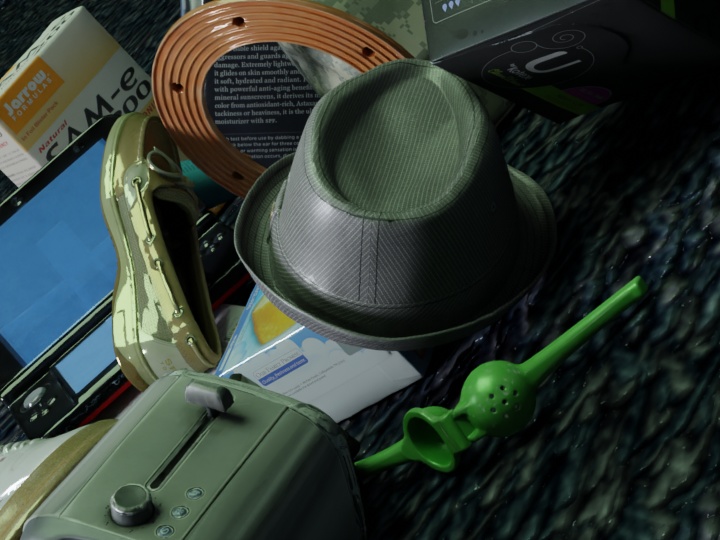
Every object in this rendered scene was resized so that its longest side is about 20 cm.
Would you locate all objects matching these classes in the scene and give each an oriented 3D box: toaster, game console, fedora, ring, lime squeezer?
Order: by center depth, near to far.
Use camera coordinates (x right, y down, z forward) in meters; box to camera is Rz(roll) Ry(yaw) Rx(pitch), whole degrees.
[{"bbox_3d":[-0.065,0.141,0.868,0.113,0.201,0.129,14,46,25],"label":"toaster"},{"bbox_3d":[0.052,0.065,0.963,0.200,0.038,0.071,-36,20,26],"label":"lime squeezer"},{"bbox_3d":[0.021,-0.050,1.054,0.176,0.091,0.200,14,41,14],"label":"fedora"},{"bbox_3d":[-0.037,-0.103,1.245,0.200,0.200,0.019,-25,35,44],"label":"ring"},{"bbox_3d":[-0.190,0.003,1.337,0.200,0.119,0.172,-42,19,-7],"label":"game console"}]

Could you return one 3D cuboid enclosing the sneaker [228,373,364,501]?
[{"bbox_3d":[-0.046,0.116,1.015,0.200,0.090,0.067,115,173,-66],"label":"sneaker"}]

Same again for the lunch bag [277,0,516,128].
[{"bbox_3d":[0.042,-0.188,1.314,0.200,0.168,0.139,-50,20,-18],"label":"lunch bag"}]

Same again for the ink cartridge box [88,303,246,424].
[{"bbox_3d":[-0.113,0.076,1.279,0.119,0.042,0.200,-48,22,-16],"label":"ink cartridge box"}]

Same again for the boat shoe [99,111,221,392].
[{"bbox_3d":[-0.124,-0.019,1.259,0.063,0.073,0.202,-20,54,22],"label":"boat shoe"}]

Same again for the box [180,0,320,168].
[{"bbox_3d":[-0.071,-0.190,1.458,0.122,0.200,0.200,-2,14,-9],"label":"box"}]

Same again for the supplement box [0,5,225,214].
[{"bbox_3d":[-0.207,-0.096,1.585,0.126,0.200,0.073,-53,21,-23],"label":"supplement box"}]

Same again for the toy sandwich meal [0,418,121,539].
[{"bbox_3d":[-0.141,0.165,0.961,0.206,0.070,0.205,-54,-12,-17],"label":"toy sandwich meal"}]

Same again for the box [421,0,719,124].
[{"bbox_3d":[0.111,-0.205,1.076,0.124,0.148,0.202,-18,71,32],"label":"box"}]

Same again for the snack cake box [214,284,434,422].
[{"bbox_3d":[0.000,0.000,1.162,0.115,0.067,0.201,-32,23,35],"label":"snack cake box"}]

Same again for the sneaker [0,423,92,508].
[{"bbox_3d":[-0.215,0.139,1.240,0.200,0.076,0.081,-37,47,34],"label":"sneaker"}]

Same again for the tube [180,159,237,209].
[{"bbox_3d":[-0.119,-0.067,1.485,0.199,0.051,0.077,-19,13,-28],"label":"tube"}]
